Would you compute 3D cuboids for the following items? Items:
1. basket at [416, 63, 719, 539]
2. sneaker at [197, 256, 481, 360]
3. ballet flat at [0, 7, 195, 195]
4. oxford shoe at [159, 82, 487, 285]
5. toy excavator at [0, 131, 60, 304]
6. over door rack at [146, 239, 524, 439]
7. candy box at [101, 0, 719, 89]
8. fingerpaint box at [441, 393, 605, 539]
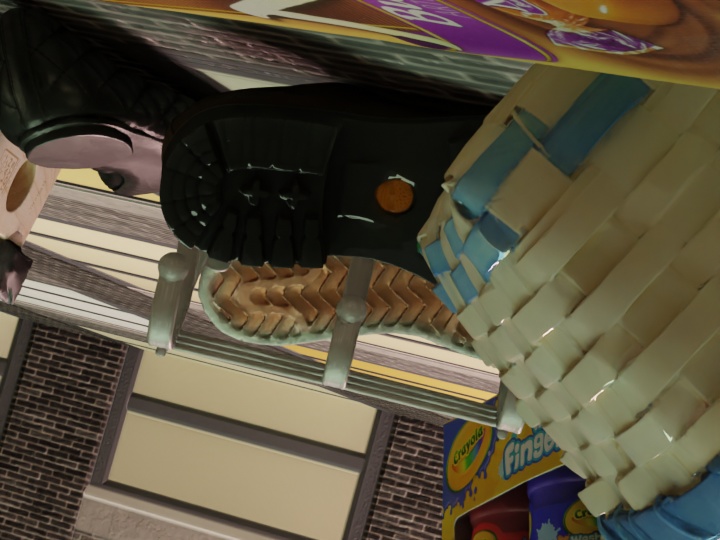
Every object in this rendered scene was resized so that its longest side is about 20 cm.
[{"bbox_3d":[0.115,0.018,0.520,0.200,0.139,0.176,46,173,0],"label":"basket"},{"bbox_3d":[0.027,-0.007,1.009,0.199,0.072,0.080,3,-152,3],"label":"sneaker"},{"bbox_3d":[-0.091,-0.065,0.892,0.066,0.057,0.200,-15,171,13],"label":"ballet flat"},{"bbox_3d":[0.026,-0.035,0.790,0.199,0.073,0.084,13,-160,-11],"label":"oxford shoe"},{"bbox_3d":[-0.229,-0.078,0.899,0.199,0.100,0.194,23,174,10],"label":"toy excavator"},{"bbox_3d":[0.000,0.000,0.867,0.147,0.067,0.200,14,-168,0],"label":"over door rack"},{"bbox_3d":[-0.007,-0.083,0.412,0.199,0.057,0.117,13,174,32],"label":"candy box"},{"bbox_3d":[0.108,0.129,0.990,0.073,0.168,0.200,11,159,-22],"label":"fingerpaint box"}]
